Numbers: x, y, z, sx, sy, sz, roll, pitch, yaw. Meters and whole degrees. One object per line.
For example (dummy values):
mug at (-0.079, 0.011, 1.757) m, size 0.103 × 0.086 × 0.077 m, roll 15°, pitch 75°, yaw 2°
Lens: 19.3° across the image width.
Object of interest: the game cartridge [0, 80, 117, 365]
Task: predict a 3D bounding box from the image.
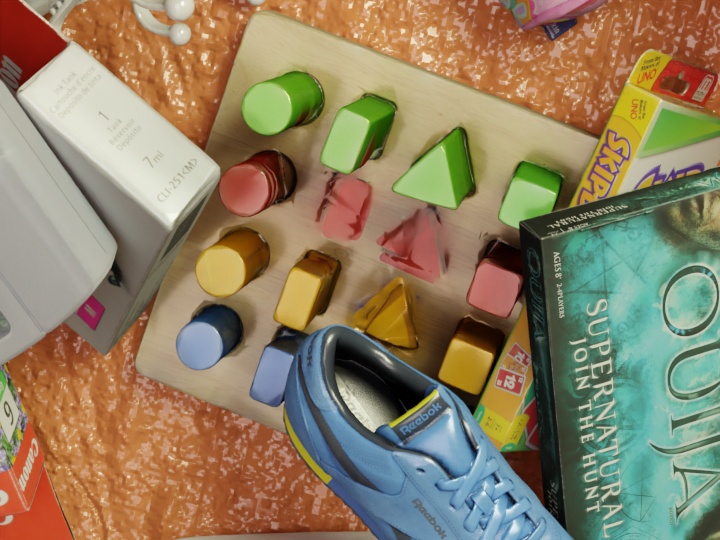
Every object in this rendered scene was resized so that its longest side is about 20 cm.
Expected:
game cartridge at (-0.216, -0.004, 0.960) m, size 0.199 × 0.041 × 0.133 m, roll -23°, pitch 121°, yaw 24°

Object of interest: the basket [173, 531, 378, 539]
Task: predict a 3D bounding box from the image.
basket at (-0.015, 0.212, 1.061) m, size 0.198 × 0.123 × 0.137 m, roll -3°, pitch 99°, yaw 8°

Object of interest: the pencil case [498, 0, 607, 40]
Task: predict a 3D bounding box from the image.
pencil case at (0.070, -0.213, 1.011) m, size 0.087 × 0.087 × 0.201 m, roll -29°, pitch 94°, yaw 11°

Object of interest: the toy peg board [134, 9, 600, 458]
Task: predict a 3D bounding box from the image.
toy peg board at (0.000, 0.000, 1.042) m, size 0.198 × 0.098 × 0.201 m, roll 21°, pitch 100°, yaw 6°

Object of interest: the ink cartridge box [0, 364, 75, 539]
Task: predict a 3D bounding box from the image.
ink cartridge box at (-0.225, 0.093, 1.079) m, size 0.108 × 0.050 × 0.201 m, roll -13°, pitch 118°, yaw 10°

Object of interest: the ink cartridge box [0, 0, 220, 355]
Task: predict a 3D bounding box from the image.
ink cartridge box at (-0.160, -0.056, 1.013) m, size 0.173 × 0.200 × 0.044 m, roll 40°, pitch 66°, yaw 0°

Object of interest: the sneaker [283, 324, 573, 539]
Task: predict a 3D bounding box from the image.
sneaker at (0.042, 0.104, 0.968) m, size 0.200 × 0.079 × 0.066 m, roll 44°, pitch 64°, yaw 10°

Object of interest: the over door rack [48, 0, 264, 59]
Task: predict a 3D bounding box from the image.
over door rack at (-0.050, -0.175, 0.962) m, size 0.067 × 0.148 × 0.200 m, roll 42°, pitch 128°, yaw 10°

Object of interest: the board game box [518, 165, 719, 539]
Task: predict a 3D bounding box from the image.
board game box at (0.147, 0.055, 1.004) m, size 0.134 × 0.028 × 0.202 m, roll -16°, pitch 116°, yaw -17°

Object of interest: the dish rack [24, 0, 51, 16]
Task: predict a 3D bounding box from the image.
dish rack at (-0.201, -0.171, 1.009) m, size 0.199 × 0.171 × 0.044 m, roll -26°, pitch 62°, yaw 30°

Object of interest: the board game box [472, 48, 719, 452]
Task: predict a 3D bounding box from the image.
board game box at (0.121, -0.006, 1.023) m, size 0.030 × 0.095 × 0.201 m, roll 27°, pitch 101°, yaw 29°
